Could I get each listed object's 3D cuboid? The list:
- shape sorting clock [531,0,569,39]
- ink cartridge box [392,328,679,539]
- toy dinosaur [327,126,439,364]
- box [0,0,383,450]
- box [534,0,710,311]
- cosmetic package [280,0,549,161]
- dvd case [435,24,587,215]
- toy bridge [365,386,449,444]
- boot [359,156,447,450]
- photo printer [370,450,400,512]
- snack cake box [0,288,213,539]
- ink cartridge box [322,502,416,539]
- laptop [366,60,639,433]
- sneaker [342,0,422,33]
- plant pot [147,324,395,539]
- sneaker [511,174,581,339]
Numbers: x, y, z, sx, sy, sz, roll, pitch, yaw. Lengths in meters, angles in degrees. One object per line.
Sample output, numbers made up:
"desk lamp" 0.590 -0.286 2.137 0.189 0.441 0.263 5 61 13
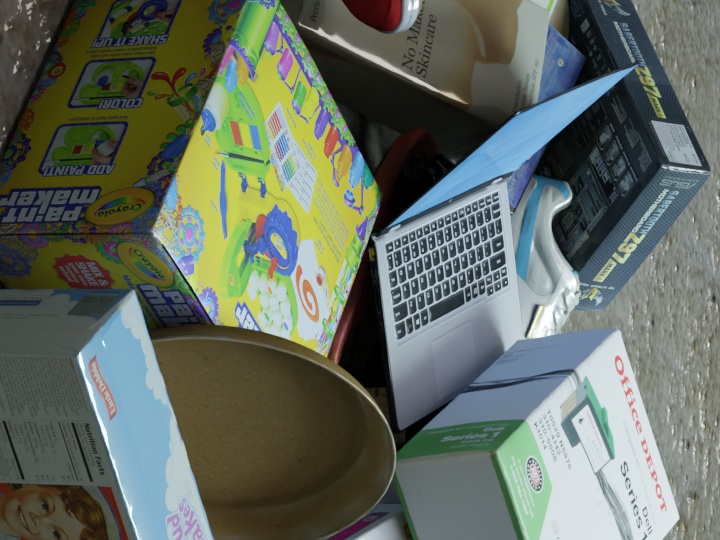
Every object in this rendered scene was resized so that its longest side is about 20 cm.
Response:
"shape sorting clock" 0.065 -0.188 1.816 0.200 0.039 0.200 7 78 -35
"ink cartridge box" 0.114 0.140 1.630 0.200 0.084 0.146 -39 114 -54
"toy dinosaur" 0.000 0.000 1.628 0.182 0.200 0.105 -48 142 13
"box" -0.098 -0.032 1.471 0.200 0.122 0.193 61 38 -44
"box" 0.165 -0.095 1.879 0.051 0.158 0.200 6 47 -31
"cosmetic package" 0.024 -0.156 1.683 0.200 0.071 0.105 23 66 -33
"dvd case" 0.060 -0.150 1.771 0.200 0.018 0.143 40 62 -25
"toy bridge" 0.074 0.087 1.725 0.200 0.027 0.067 7 81 -48
"boot" 0.020 0.030 1.750 0.200 0.076 0.168 -63 146 -54
"photo printer" 0.005 0.198 1.643 0.200 0.069 0.167 -2 93 -35
"snack cake box" -0.153 0.110 1.365 0.067 0.115 0.200 -53 135 -51
"ink cartridge box" -0.024 0.216 1.530 0.200 0.037 0.095 -26 106 -50
"laptop" 0.098 -0.017 1.627 0.187 0.116 0.200 -25 111 -57
"sneaker" -0.049 -0.221 1.553 0.112 0.071 0.200 -19 72 -41
"plant pot" -0.079 0.090 1.430 0.200 0.200 0.028 59 26 -45
"sneaker" 0.114 0.031 1.813 0.077 0.081 0.200 -7 95 -82
